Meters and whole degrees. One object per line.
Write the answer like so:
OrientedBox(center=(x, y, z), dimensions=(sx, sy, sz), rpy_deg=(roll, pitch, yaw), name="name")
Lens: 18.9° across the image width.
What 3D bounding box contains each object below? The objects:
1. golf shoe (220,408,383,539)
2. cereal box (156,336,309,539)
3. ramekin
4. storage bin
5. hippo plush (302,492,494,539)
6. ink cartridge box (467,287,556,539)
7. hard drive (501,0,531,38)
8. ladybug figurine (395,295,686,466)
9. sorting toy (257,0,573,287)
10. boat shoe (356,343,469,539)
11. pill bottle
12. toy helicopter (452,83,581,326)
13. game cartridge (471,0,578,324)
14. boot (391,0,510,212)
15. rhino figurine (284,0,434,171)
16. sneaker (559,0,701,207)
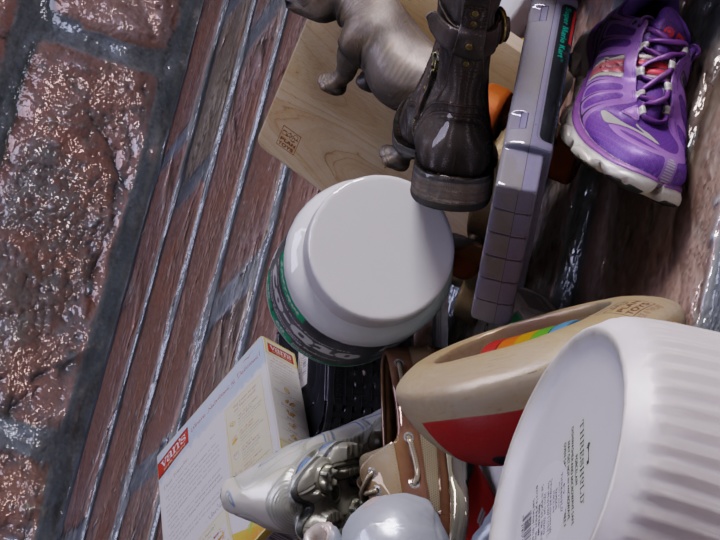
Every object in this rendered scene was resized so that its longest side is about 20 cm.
OrientedBox(center=(-0.016, 0.131, 1.480), dimensions=(0.097, 0.200, 0.078), rpy_deg=(1, 96, 32), name="golf shoe")
OrientedBox(center=(-0.092, 0.160, 1.602), dimensions=(0.144, 0.039, 0.200), rpy_deg=(-48, 28, 23), name="cereal box")
OrientedBox(center=(0.143, 0.118, 1.090), dimensions=(0.200, 0.105, 0.200), rpy_deg=(-162, 90, -76), name="ramekin")
OrientedBox(center=(-0.003, 0.075, 1.658), dimensions=(0.200, 0.094, 0.135), rpy_deg=(133, 140, -72), name="storage bin")
OrientedBox(center=(0.046, 0.178, 1.272), dimensions=(0.200, 0.161, 0.159), rpy_deg=(125, 158, -49), name="hippo plush")
OrientedBox(center=(0.086, 0.123, 1.428), dimensions=(0.161, 0.050, 0.200), rpy_deg=(-118, 50, -72), name="ink cartridge box")
OrientedBox(center=(0.153, -0.257, 1.660), dimensions=(0.200, 0.027, 0.132), rpy_deg=(-55, 13, 49), name="hard drive")
OrientedBox(center=(0.110, 0.067, 1.253), dimensions=(0.200, 0.136, 0.072), rpy_deg=(-17, 95, 46), name="ladybug figurine")
OrientedBox(center=(0.049, -0.127, 1.621), dimensions=(0.070, 0.200, 0.199), rpy_deg=(-36, -23, -51), name="sorting toy")
OrientedBox(center=(0.031, 0.140, 1.401), dimensions=(0.076, 0.072, 0.200), rpy_deg=(115, 164, -61), name="boat shoe")
OrientedBox(center=(0.000, 0.000, 1.460), dimensions=(0.200, 0.113, 0.113), rpy_deg=(129, 157, -78), name="pill bottle")
OrientedBox(center=(0.092, -0.024, 1.522), dimensions=(0.200, 0.079, 0.132), rpy_deg=(100, -164, -51), name="toy helicopter")
OrientedBox(center=(0.105, -0.081, 1.355), dimensions=(0.130, 0.038, 0.200), rpy_deg=(104, 180, -50), name="game cartridge")
OrientedBox(center=(0.066, -0.143, 1.363), dimensions=(0.200, 0.069, 0.174), rpy_deg=(-100, 15, -68), name="boot")
OrientedBox(center=(0.011, -0.158, 1.547), dimensions=(0.060, 0.200, 0.087), rpy_deg=(-27, -19, -43), name="rhino figurine")
OrientedBox(center=(0.173, -0.116, 1.340), dimensions=(0.083, 0.081, 0.200), rpy_deg=(-55, 20, 33), name="sneaker")
